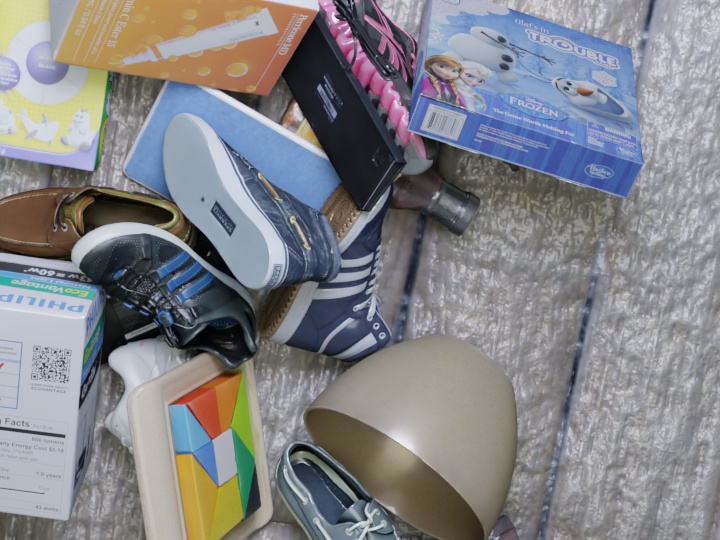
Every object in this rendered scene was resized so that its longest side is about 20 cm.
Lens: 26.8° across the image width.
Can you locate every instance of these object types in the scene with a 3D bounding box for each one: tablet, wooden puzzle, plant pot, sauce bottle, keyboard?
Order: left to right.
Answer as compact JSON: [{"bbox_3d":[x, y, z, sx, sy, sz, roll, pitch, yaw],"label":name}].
[{"bbox_3d":[-0.134,0.171,1.356,0.037,0.200,0.186,-4,98,23],"label":"wooden puzzle"},{"bbox_3d":[-0.109,-0.089,1.384,0.199,0.014,0.130,30,124,-7],"label":"tablet"},{"bbox_3d":[-0.012,-0.163,1.298,0.021,0.127,0.201,-10,59,-36],"label":"keyboard"},{"bbox_3d":[0.018,-0.099,1.395,0.199,0.066,0.066,28,94,-8],"label":"sauce bottle"},{"bbox_3d":[0.066,0.137,1.377,0.200,0.200,0.135,41,69,-8],"label":"plant pot"}]

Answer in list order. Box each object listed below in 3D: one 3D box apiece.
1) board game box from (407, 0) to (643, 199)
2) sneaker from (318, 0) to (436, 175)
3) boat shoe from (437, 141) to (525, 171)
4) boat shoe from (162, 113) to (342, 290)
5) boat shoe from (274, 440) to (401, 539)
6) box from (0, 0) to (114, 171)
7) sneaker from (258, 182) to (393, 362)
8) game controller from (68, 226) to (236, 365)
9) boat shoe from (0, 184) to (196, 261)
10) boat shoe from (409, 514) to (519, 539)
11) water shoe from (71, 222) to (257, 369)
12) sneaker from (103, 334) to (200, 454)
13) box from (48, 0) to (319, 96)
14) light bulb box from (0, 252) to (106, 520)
[{"bbox_3d":[0.146,-0.163,1.335,0.199,0.200,0.044,17,127,-7],"label":"board game box"},{"bbox_3d":[0.025,-0.179,1.358,0.095,0.079,0.201,-20,73,-34],"label":"sneaker"},{"bbox_3d":[0.148,-0.136,1.406,0.199,0.075,0.074,13,121,-10],"label":"boat shoe"},{"bbox_3d":[-0.098,-0.058,1.328,0.071,0.091,0.201,-54,55,30],"label":"boat shoe"},{"bbox_3d":[-0.010,0.236,1.384,0.073,0.062,0.200,-31,61,-23],"label":"boat shoe"},{"bbox_3d":[-0.280,-0.198,1.368,0.117,0.048,0.201,8,95,-6],"label":"box"},{"bbox_3d":[0.000,0.000,1.376,0.108,0.070,0.200,24,118,-22],"label":"sneaker"},{"bbox_3d":[-0.217,0.023,1.409,0.199,0.042,0.105,-23,112,-1],"label":"game controller"},{"bbox_3d":[-0.249,-0.049,1.359,0.199,0.068,0.072,-1,74,5],"label":"boat shoe"},{"bbox_3d":[0.061,0.286,1.446,0.199,0.072,0.065,-19,75,9],"label":"boat shoe"},{"bbox_3d":[-0.162,0.023,1.323,0.200,0.079,0.071,26,121,-40],"label":"water shoe"},{"bbox_3d":[-0.188,0.155,1.412,0.099,0.078,0.201,-6,97,12],"label":"sneaker"},{"bbox_3d":[-0.153,-0.236,1.291,0.199,0.124,0.098,6,57,-25],"label":"box"},{"bbox_3d":[-0.334,0.094,1.334,0.197,0.125,0.201,8,111,-4],"label":"light bulb box"}]
